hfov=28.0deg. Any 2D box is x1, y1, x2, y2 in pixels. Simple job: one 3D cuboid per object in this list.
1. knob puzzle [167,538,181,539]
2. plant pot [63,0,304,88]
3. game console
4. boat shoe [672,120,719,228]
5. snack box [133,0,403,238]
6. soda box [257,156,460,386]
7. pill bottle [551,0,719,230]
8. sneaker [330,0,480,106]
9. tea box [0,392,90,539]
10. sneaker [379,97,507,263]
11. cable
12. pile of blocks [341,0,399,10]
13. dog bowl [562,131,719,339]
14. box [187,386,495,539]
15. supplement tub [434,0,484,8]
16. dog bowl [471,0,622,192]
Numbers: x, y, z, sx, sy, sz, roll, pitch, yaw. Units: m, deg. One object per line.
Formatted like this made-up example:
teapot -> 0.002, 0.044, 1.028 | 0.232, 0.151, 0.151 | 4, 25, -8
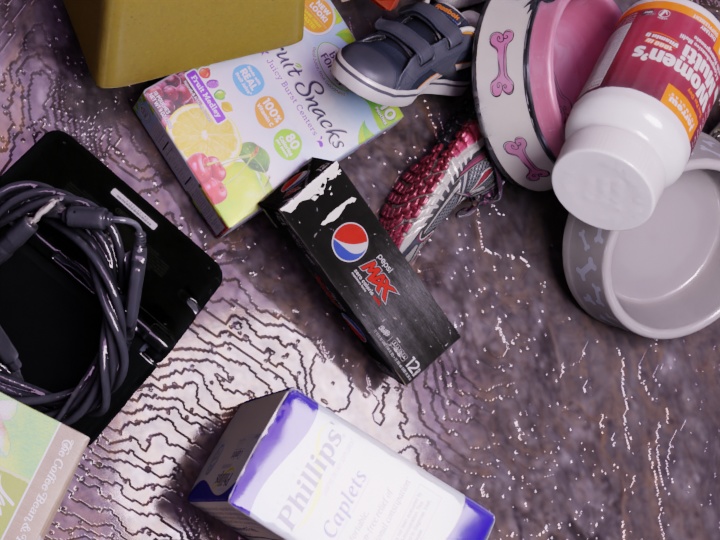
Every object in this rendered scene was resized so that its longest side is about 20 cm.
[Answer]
knob puzzle -> -0.180, 0.321, 1.189 | 0.217, 0.030, 0.222 | 3, 79, -16
plant pot -> -0.155, -0.305, 1.194 | 0.193, 0.200, 0.197 | -17, 65, -20
game console -> -0.248, 0.013, 1.230 | 0.200, 0.116, 0.176 | 41, 41, -8
boat shoe -> 0.341, -0.102, 1.416 | 0.200, 0.073, 0.065 | -44, 69, -12
snack box -> -0.081, -0.142, 1.292 | 0.199, 0.053, 0.143 | -33, 92, -21
soda box -> 0.000, 0.000, 1.257 | 0.071, 0.063, 0.201 | -40, 110, -12
pill bottle -> 0.241, -0.135, 1.242 | 0.109, 0.110, 0.201 | 37, 55, -8
sneaker -> 0.048, -0.199, 1.279 | 0.078, 0.080, 0.199 | 39, 28, 18
tea box -> -0.326, 0.147, 1.084 | 0.195, 0.200, 0.135 | 27, 73, -10
sneaker -> 0.092, -0.080, 1.323 | 0.075, 0.080, 0.200 | 45, 73, -20
cable -> -0.258, 0.034, 1.155 | 0.161, 0.051, 0.202 | 12, 105, 0
pile of blocks -> 0.038, -0.266, 1.282 | 0.081, 0.200, 0.063 | -22, 107, -19
dog bowl -> 0.286, -0.028, 1.333 | 0.198, 0.059, 0.202 | -10, 116, -20
box -> -0.021, 0.194, 1.181 | 0.199, 0.184, 0.106 | 33, 74, -10
supplement tub -> 0.097, -0.362, 1.340 | 0.143, 0.144, 0.202 | -23, 87, -20
dog bowl -> 0.185, -0.174, 1.319 | 0.199, 0.073, 0.202 | 4, 86, -52
